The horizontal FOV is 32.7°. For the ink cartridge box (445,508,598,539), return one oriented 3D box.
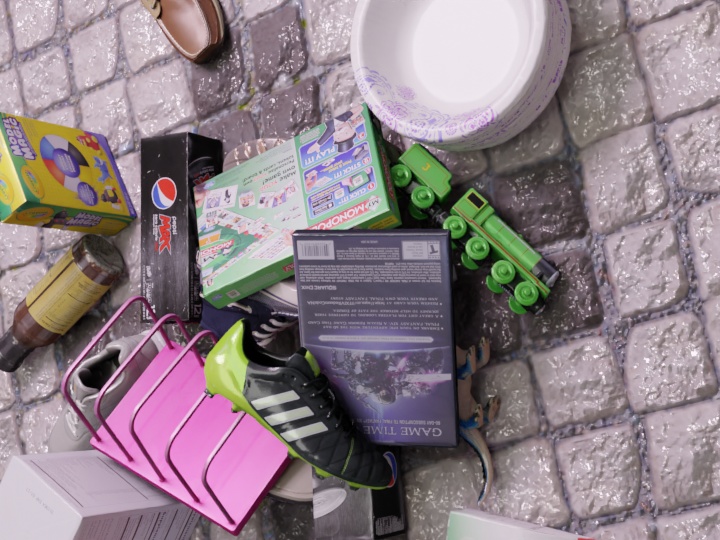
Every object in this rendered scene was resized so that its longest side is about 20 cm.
[{"bbox_3d":[0.164,0.314,1.099,0.198,0.050,0.163,8,91,33],"label":"ink cartridge box"}]

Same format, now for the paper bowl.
[{"bbox_3d":[0.098,-0.211,1.141,0.199,0.104,0.203,-2,85,31],"label":"paper bowl"}]

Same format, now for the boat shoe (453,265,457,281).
[{"bbox_3d":[0.000,0.000,1.202,0.198,0.073,0.066,-10,86,28],"label":"boat shoe"}]

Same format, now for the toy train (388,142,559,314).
[{"bbox_3d":[0.104,-0.040,1.141,0.200,0.042,0.056,43,75,10],"label":"toy train"}]

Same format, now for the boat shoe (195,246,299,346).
[{"bbox_3d":[-0.081,0.038,1.195,0.199,0.074,0.094,20,115,40],"label":"boat shoe"}]

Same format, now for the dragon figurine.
[{"bbox_3d":[0.073,0.116,1.152,0.099,0.059,0.202,-5,104,30],"label":"dragon figurine"}]

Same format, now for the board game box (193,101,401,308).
[{"bbox_3d":[-0.064,-0.061,1.152,0.199,0.029,0.136,-24,53,18],"label":"board game box"}]

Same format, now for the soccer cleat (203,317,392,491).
[{"bbox_3d":[-0.048,0.121,1.092,0.199,0.068,0.081,34,103,3],"label":"soccer cleat"}]

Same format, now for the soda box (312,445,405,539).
[{"bbox_3d":[-0.006,0.158,1.191,0.070,0.063,0.202,-7,82,29],"label":"soda box"}]

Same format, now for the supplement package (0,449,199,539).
[{"bbox_3d":[-0.274,0.261,1.270,0.113,0.199,0.110,32,102,29],"label":"supplement package"}]

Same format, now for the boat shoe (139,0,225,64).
[{"bbox_3d":[-0.221,-0.315,1.353,0.076,0.074,0.201,-39,68,22],"label":"boat shoe"}]

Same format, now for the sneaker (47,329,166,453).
[{"bbox_3d":[-0.298,0.138,1.356,0.200,0.092,0.076,-49,65,19],"label":"sneaker"}]

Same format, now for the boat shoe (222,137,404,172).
[{"bbox_3d":[-0.043,-0.095,1.235,0.198,0.073,0.075,3,90,25],"label":"boat shoe"}]

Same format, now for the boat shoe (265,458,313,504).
[{"bbox_3d":[-0.116,0.198,1.277,0.199,0.073,0.063,20,140,25],"label":"boat shoe"}]

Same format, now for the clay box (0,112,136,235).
[{"bbox_3d":[-0.342,-0.105,1.336,0.047,0.199,0.116,-33,72,24],"label":"clay box"}]

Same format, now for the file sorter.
[{"bbox_3d":[-0.173,0.135,1.212,0.199,0.126,0.139,24,64,28],"label":"file sorter"}]

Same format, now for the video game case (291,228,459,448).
[{"bbox_3d":[0.015,0.062,1.100,0.141,0.019,0.202,0,108,14],"label":"video game case"}]

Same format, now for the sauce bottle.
[{"bbox_3d":[-0.355,0.042,1.413,0.200,0.065,0.065,-41,68,22],"label":"sauce bottle"}]

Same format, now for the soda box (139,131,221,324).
[{"bbox_3d":[-0.193,-0.044,1.324,0.070,0.063,0.202,-3,85,29],"label":"soda box"}]
